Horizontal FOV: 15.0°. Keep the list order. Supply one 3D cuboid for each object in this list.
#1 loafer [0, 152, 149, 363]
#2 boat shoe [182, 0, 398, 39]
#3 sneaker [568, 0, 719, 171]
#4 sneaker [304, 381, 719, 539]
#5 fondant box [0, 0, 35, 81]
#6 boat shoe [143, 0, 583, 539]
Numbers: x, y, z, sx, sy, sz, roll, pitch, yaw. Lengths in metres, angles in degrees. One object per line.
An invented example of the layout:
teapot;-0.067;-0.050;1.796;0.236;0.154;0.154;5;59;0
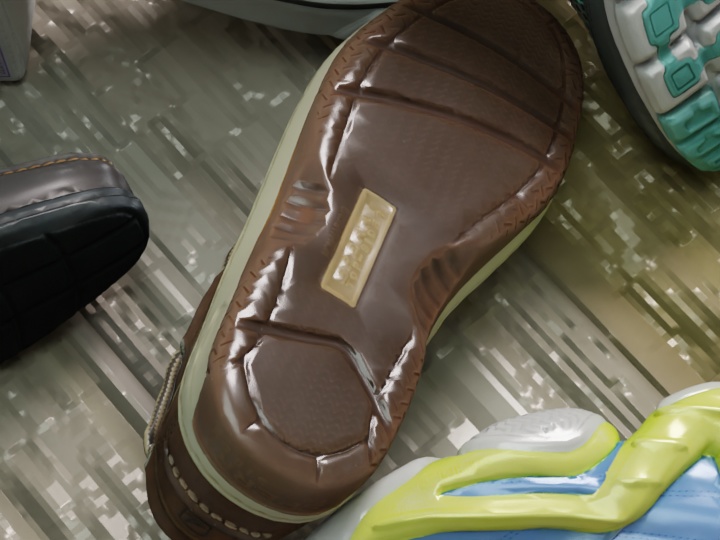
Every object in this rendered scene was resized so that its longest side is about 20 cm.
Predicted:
loafer;-0.159;-0.001;0.764;0.199;0.073;0.072;-17;61;-4
boat shoe;-0.033;-0.113;0.779;0.199;0.064;0.071;2;67;-20
sneaker;0.065;-0.123;0.773;0.077;0.091;0.201;-31;110;-23
sneaker;0.082;0.087;0.699;0.199;0.076;0.105;-18;65;-5
fondant box;-0.195;-0.136;0.838;0.199;0.058;0.145;1;65;6
boat shoe;-0.005;-0.004;0.751;0.075;0.075;0.202;39;48;-4
